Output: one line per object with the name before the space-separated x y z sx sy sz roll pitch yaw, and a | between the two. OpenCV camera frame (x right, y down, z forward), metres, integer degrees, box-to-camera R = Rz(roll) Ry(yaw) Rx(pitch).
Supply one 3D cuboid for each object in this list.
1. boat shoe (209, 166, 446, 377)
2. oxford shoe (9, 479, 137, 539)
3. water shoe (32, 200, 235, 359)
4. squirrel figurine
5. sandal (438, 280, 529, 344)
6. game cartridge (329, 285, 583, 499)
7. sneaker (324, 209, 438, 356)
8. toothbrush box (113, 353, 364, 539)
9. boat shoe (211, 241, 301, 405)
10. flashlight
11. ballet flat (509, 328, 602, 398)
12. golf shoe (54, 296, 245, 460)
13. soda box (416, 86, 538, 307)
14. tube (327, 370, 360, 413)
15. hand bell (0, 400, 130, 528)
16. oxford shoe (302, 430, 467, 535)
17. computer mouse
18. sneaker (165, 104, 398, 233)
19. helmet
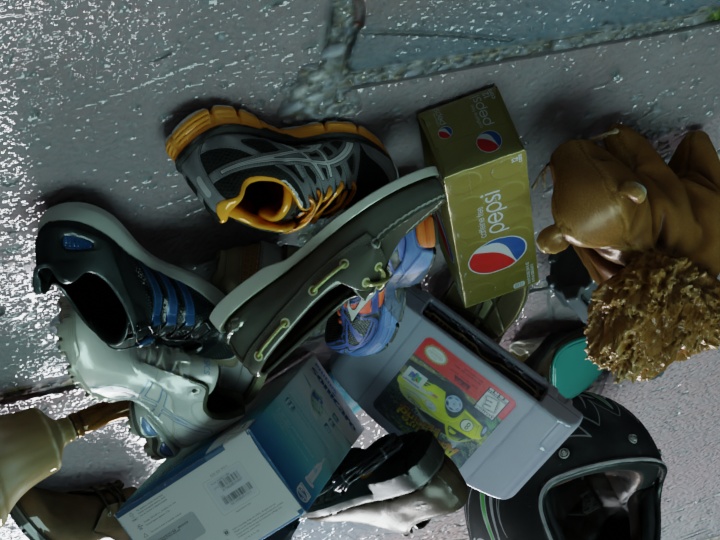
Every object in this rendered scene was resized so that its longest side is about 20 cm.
boat shoe | -0.015 0.000 1.489 0.201 0.061 0.072 -36 167 4
oxford shoe | -0.241 0.215 1.812 0.084 0.073 0.200 -46 146 11
water shoe | -0.167 0.030 1.497 0.071 0.080 0.200 -21 135 39
squirrel figurine | 0.214 -0.018 1.573 0.141 0.202 0.186 -23 162 19
sandal | 0.081 0.051 1.743 0.200 0.080 0.054 -49 -179 33
game cartridge | 0.075 0.105 1.720 0.133 0.199 0.041 -54 180 45
sneaker | 0.000 0.000 1.613 0.078 0.076 0.201 7 144 -13
toothbrush box | -0.096 0.166 1.694 0.146 0.086 0.200 -33 -176 21
boat shoe | -0.097 0.038 1.614 0.068 0.075 0.201 10 144 -10
flashlight | 0.221 0.031 1.794 0.068 0.068 0.200 -49 142 -3
ballet flat | 0.152 0.096 1.831 0.200 0.068 0.069 -31 131 -50
golf shoe | -0.162 0.071 1.586 0.096 0.079 0.200 -16 145 19
soda box | 0.093 -0.054 1.580 0.067 0.064 0.201 -19 149 -3
tube | -0.069 0.147 1.823 0.199 0.051 0.077 -37 154 16
hand bell | -0.228 0.124 1.672 0.199 0.104 0.105 -23 152 -21
oxford shoe | 0.015 0.199 1.752 0.084 0.073 0.199 47 147 -21
computer mouse | -0.043 0.202 1.676 0.199 0.034 0.059 -36 -176 4
sneaker | -0.050 -0.062 1.470 0.199 0.078 0.078 3 139 -40
helmet | 0.192 0.209 1.928 0.198 0.193 0.200 4 -179 0
